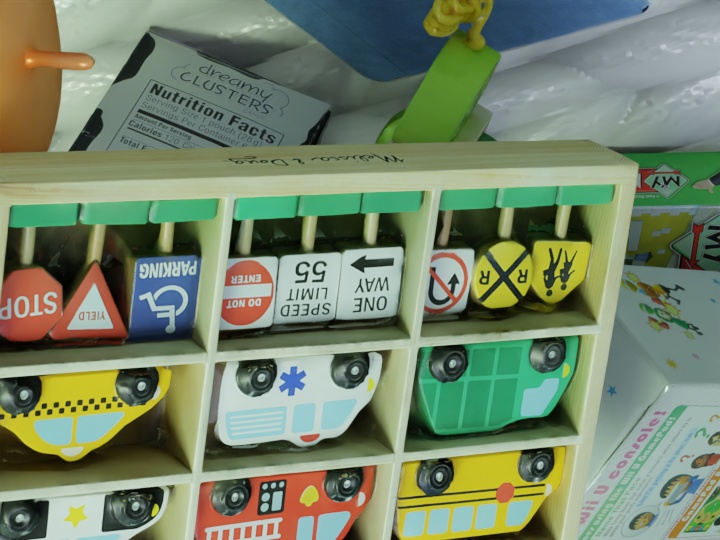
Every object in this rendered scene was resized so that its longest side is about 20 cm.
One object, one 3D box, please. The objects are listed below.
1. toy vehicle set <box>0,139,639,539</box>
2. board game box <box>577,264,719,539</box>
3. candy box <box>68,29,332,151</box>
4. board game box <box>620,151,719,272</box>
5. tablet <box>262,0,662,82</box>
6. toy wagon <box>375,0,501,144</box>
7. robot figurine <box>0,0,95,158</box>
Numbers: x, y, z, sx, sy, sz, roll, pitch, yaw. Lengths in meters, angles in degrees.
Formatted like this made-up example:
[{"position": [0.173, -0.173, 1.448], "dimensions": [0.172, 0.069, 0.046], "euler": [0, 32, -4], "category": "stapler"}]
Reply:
[{"position": [-0.020, 0.029, 0.736], "dimensions": [0.199, 0.026, 0.125], "euler": [-3, 110, -30], "category": "toy vehicle set"}, {"position": [0.120, 0.073, 0.944], "dimensions": [0.199, 0.064, 0.148], "euler": [3, 130, -43], "category": "board game box"}, {"position": [-0.088, 0.051, 0.868], "dimensions": [0.071, 0.201, 0.168], "euler": [22, 138, 5], "category": "candy box"}, {"position": [0.085, 0.033, 0.995], "dimensions": [0.133, 0.029, 0.201], "euler": [-1, 139, -1], "category": "board game box"}, {"position": [-0.015, -0.119, 0.792], "dimensions": [0.130, 0.014, 0.200], "euler": [-11, 145, 44], "category": "tablet"}, {"position": [0.000, 0.000, 0.835], "dimensions": [0.039, 0.155, 0.201], "euler": [30, 118, 2], "category": "toy wagon"}, {"position": [-0.168, -0.055, 0.726], "dimensions": [0.198, 0.117, 0.144], "euler": [-9, 162, 2], "category": "robot figurine"}]
